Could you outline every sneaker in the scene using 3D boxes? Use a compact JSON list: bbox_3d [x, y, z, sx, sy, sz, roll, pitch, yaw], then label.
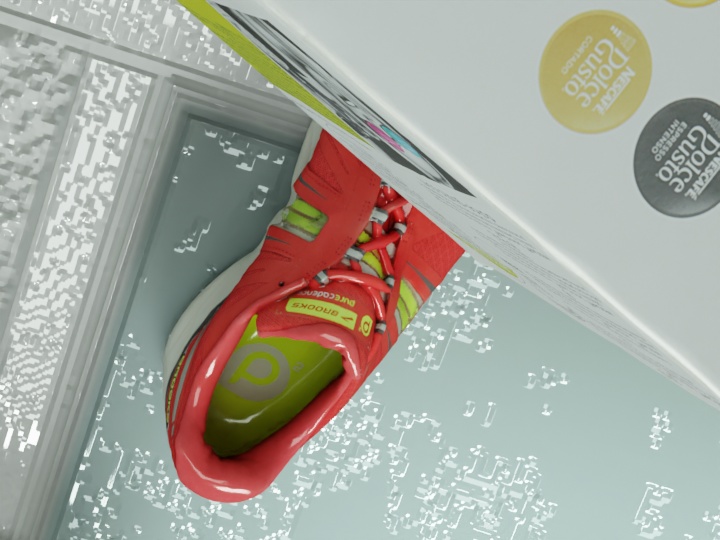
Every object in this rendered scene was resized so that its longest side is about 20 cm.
[{"bbox_3d":[0.000,0.000,0.811,0.077,0.085,0.200,29,109,-12],"label":"sneaker"}]

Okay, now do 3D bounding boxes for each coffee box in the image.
[{"bbox_3d":[0.067,-0.110,0.668,0.198,0.200,0.200,40,88,-23],"label":"coffee box"}]
